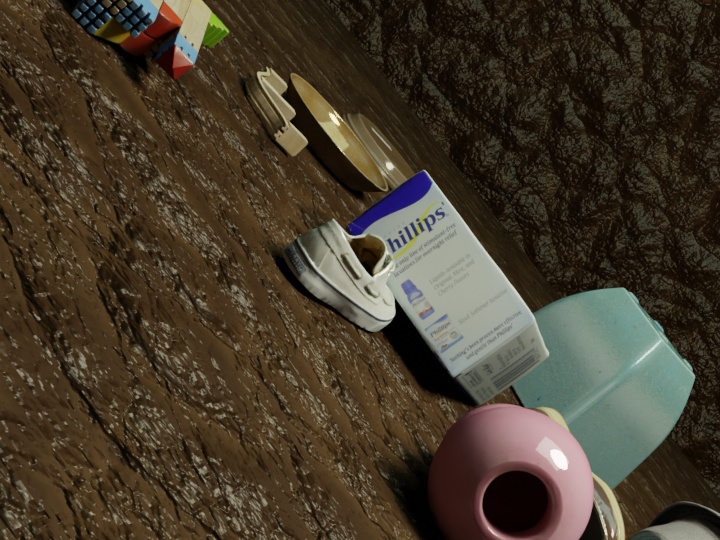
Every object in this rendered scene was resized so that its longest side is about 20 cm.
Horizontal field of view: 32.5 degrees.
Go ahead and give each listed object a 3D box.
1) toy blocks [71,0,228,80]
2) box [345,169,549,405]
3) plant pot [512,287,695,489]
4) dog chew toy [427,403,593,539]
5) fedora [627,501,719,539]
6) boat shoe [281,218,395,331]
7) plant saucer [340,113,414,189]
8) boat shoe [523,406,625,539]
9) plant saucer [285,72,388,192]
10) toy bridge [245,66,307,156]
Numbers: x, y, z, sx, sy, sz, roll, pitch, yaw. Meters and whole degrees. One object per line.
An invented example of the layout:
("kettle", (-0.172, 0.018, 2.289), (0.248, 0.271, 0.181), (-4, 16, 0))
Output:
("toy blocks", (-0.209, -0.247, 1.099), (0.200, 0.100, 0.137), (47, 23, -24))
("box", (0.096, 0.023, 1.306), (0.200, 0.105, 0.184), (56, 2, 20))
("plant pot", (0.329, 0.142, 1.673), (0.196, 0.200, 0.196), (42, 15, -41))
("dog chew toy", (0.114, 0.161, 0.978), (0.125, 0.124, 0.200), (51, 4, -2))
("fedora", (0.307, 0.326, 1.193), (0.090, 0.177, 0.201), (3, 80, -30))
("boat shoe", (0.000, 0.000, 1.145), (0.071, 0.070, 0.200), (58, 11, 28))
("plant saucer", (0.041, -0.182, 2.013), (0.200, 0.029, 0.200), (48, 12, -13))
("boat shoe", (0.204, 0.221, 1.293), (0.072, 0.072, 0.200), (15, 37, -36))
("plant saucer", (-0.040, -0.174, 1.639), (0.200, 0.035, 0.200), (49, 12, -14))
("toy bridge", (-0.108, -0.205, 1.489), (0.067, 0.027, 0.200), (43, 13, -29))
